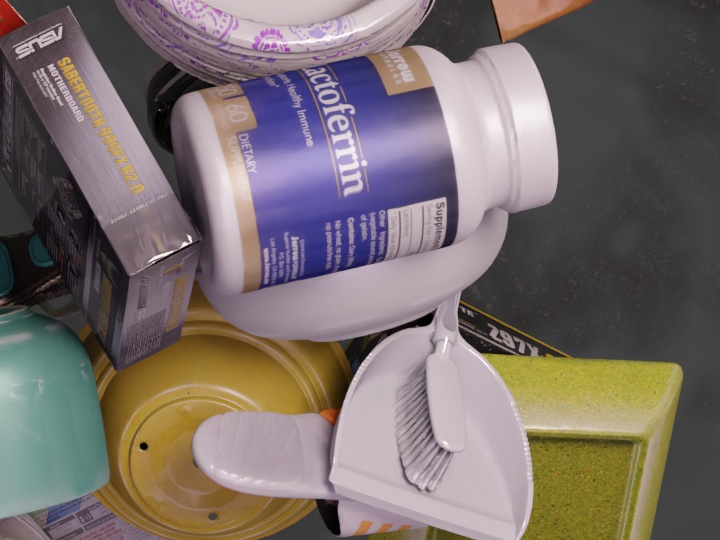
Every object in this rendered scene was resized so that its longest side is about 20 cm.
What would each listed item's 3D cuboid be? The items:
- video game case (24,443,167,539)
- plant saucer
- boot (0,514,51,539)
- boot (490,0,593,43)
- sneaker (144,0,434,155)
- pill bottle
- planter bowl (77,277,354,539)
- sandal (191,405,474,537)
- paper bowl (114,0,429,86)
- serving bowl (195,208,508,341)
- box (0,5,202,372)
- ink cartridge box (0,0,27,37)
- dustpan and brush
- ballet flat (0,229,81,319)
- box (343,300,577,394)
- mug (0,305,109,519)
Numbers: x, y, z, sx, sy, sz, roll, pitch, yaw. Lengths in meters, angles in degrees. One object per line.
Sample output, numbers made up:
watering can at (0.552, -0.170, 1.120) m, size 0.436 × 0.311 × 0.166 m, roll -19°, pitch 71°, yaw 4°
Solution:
video game case at (-0.228, 0.164, 1.609) m, size 0.200 × 0.022 × 0.183 m, roll -26°, pitch 116°, yaw 5°
plant saucer at (0.110, 0.156, 1.587) m, size 0.200 × 0.048 × 0.200 m, roll 3°, pitch 115°, yaw -9°
boot at (-0.197, 0.244, 1.585) m, size 0.074 × 0.096 × 0.200 m, roll -42°, pitch 114°, yaw 12°
boot at (0.180, -0.182, 1.479) m, size 0.200 × 0.069 × 0.189 m, roll -21°, pitch 116°, yaw 3°
sneaker at (-0.036, -0.121, 1.452) m, size 0.200 × 0.112 × 0.073 m, roll -27°, pitch 117°, yaw 5°
pill bottle at (0.002, -0.061, 1.318) m, size 0.200 × 0.116 × 0.116 m, roll -13°, pitch 117°, yaw -11°
planter bowl at (-0.101, 0.108, 1.527) m, size 0.200 × 0.083 × 0.201 m, roll 0°, pitch 112°, yaw 0°
sandal at (-0.023, 0.128, 1.478) m, size 0.206 × 0.079 × 0.059 m, roll 8°, pitch 134°, yaw -31°
paper bowl at (-0.052, -0.194, 1.386) m, size 0.200 × 0.201 × 0.104 m, roll 1°, pitch 155°, yaw -9°
serving bowl at (0.000, 0.000, 1.460) m, size 0.200 × 0.200 × 0.066 m, roll -15°, pitch 99°, yaw -1°
box at (-0.156, -0.043, 1.383) m, size 0.048 × 0.200 × 0.159 m, roll -28°, pitch 77°, yaw -16°
ink cartridge box at (-0.304, -0.160, 1.361) m, size 0.163 × 0.200 × 0.057 m, roll 48°, pitch 60°, yaw -21°
dustpan and brush at (0.048, 0.066, 1.497) m, size 0.139 × 0.200 × 0.057 m, roll 20°, pitch 131°, yaw -21°
ballet flat at (-0.213, 0.007, 1.519) m, size 0.200 × 0.068 × 0.075 m, roll -17°, pitch 136°, yaw -2°
box at (0.069, 0.112, 1.613) m, size 0.200 × 0.049 × 0.160 m, roll 26°, pitch 111°, yaw -19°
mug at (-0.241, 0.084, 1.452) m, size 0.152 × 0.185 × 0.115 m, roll -12°, pitch 96°, yaw -22°
